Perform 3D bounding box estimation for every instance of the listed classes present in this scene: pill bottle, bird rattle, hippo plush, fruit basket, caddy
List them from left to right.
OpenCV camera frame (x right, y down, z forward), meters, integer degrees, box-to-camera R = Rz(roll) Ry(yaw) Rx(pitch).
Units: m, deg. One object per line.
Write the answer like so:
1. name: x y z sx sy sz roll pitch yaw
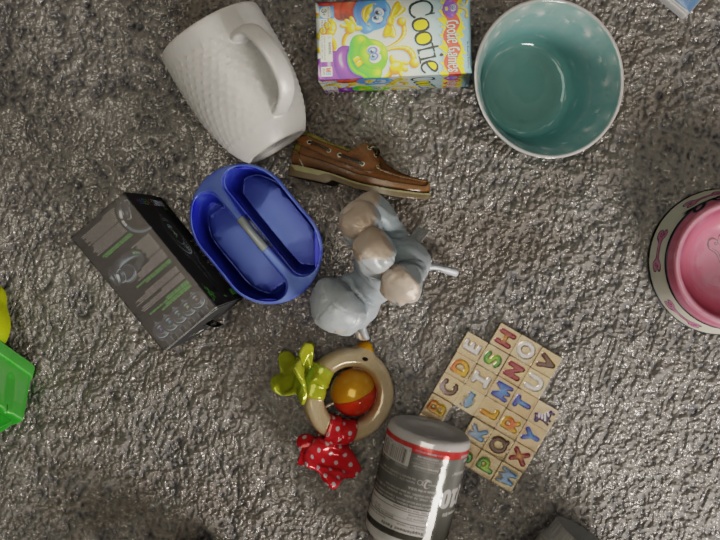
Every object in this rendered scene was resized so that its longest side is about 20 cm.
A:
1. fruit basket: -0.546 0.108 1.250 0.155 0.216 0.216 -27 90 3
2. caddy: -0.138 -0.049 1.242 0.141 0.105 0.200 -40 90 5
3. bird rattle: -0.028 0.183 1.251 0.163 0.113 0.200 -25 93 -14
4. hippo plush: 0.000 0.000 1.218 0.161 0.200 0.159 -37 85 23
5. pill bottle: 0.072 0.306 1.237 0.114 0.114 0.200 13 97 3

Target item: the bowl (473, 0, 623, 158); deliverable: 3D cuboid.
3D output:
1. bowl: 0.229 -0.244 1.204 0.200 0.105 0.201 -1 94 -11

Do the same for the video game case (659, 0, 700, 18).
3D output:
1. video game case: 0.420 -0.473 1.238 0.200 0.022 0.182 40 94 1

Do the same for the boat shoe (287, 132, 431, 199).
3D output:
1. boat shoe: 0.002 -0.142 1.248 0.200 0.072 0.068 12 93 2

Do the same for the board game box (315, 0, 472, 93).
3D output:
1. board game box: 0.045 -0.299 1.225 0.199 0.103 0.105 -2 92 3

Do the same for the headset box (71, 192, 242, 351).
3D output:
1. headset box: -0.257 0.005 1.217 0.093 0.174 0.200 -39 89 4

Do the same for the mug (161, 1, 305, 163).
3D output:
1. mug: -0.144 -0.244 1.193 0.148 0.200 0.176 -31 92 -27

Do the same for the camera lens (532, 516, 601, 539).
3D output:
1. camera lens: 0.261 0.449 1.210 0.160 0.160 0.200 34 93 2

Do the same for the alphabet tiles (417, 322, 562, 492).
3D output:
1. alphabet tiles: 0.188 0.183 1.281 0.167 0.008 0.200 30 94 2

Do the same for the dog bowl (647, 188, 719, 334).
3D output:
1. dog bowl: 0.491 -0.011 1.225 0.200 0.074 0.201 0 92 4
